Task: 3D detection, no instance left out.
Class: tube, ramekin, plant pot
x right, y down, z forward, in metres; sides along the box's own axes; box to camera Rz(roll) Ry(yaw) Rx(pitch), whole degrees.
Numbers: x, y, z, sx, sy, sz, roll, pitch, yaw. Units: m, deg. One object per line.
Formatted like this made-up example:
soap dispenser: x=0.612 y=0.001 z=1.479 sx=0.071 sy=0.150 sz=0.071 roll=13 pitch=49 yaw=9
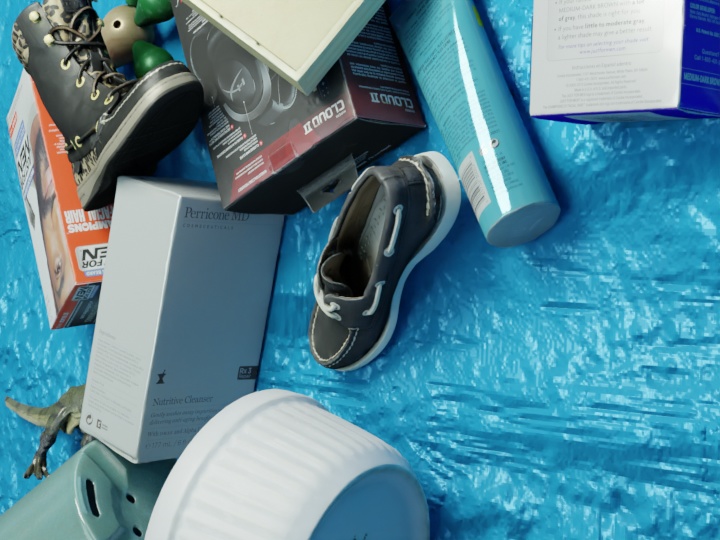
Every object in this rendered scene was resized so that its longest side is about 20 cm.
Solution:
tube: x=0.071 y=-0.112 z=0.966 sx=0.077 sy=0.050 sz=0.202 roll=-41 pitch=58 yaw=37
ramekin: x=-0.040 y=0.188 z=0.966 sx=0.104 sy=0.199 sz=0.202 roll=14 pitch=99 yaw=34
plant pot: x=-0.217 y=0.244 z=1.147 sx=0.196 sy=0.199 sz=0.201 roll=-44 pitch=60 yaw=26

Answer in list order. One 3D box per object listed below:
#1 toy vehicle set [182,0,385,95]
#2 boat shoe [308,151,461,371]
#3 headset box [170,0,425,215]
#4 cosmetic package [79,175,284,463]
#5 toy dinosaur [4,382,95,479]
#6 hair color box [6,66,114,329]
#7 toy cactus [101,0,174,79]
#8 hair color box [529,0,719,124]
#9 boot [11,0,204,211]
toy vehicle set: x=-0.021 y=-0.232 z=0.988 sx=0.124 sy=0.027 sz=0.200 roll=39 pitch=88 yaw=19
boat shoe: x=0.000 y=0.000 z=1.002 sx=0.074 sy=0.060 sz=0.200 roll=61 pitch=139 yaw=25
headset box: x=-0.047 y=-0.144 z=1.060 sx=0.148 sy=0.077 sz=0.202 roll=-31 pitch=68 yaw=39
cosmetic package: x=-0.135 y=0.034 z=1.118 sx=0.081 sy=0.112 sz=0.202 roll=21 pitch=105 yaw=42
toy dinosaur: x=-0.253 y=0.137 z=1.277 sx=0.199 sy=0.047 sz=0.089 roll=-18 pitch=62 yaw=43
hair color box: x=-0.243 y=-0.065 z=1.238 sx=0.111 sy=0.063 sz=0.202 roll=-46 pitch=57 yaw=59
toy cactus: x=-0.179 y=-0.204 z=1.192 sx=0.165 sy=0.102 sz=0.202 roll=-27 pitch=80 yaw=51
hair color box: x=0.161 y=-0.190 z=0.866 sx=0.109 sy=0.064 sz=0.202 roll=3 pitch=93 yaw=45
boot: x=-0.195 y=-0.146 z=1.107 sx=0.152 sy=0.073 sz=0.200 roll=63 pitch=151 yaw=8
